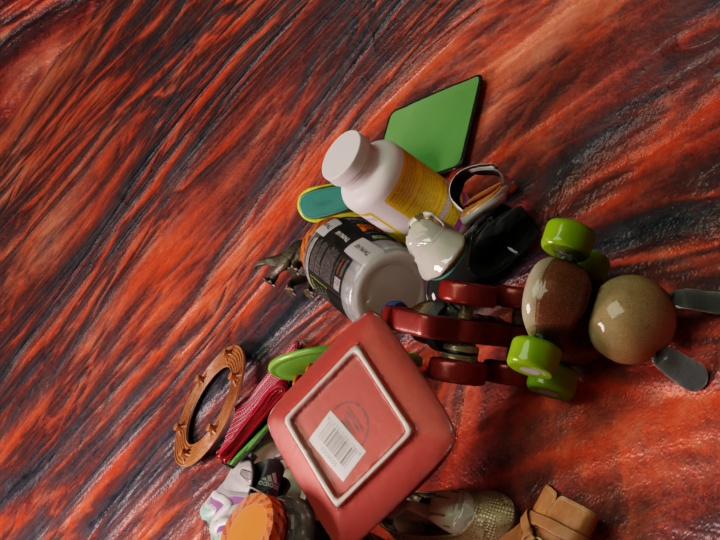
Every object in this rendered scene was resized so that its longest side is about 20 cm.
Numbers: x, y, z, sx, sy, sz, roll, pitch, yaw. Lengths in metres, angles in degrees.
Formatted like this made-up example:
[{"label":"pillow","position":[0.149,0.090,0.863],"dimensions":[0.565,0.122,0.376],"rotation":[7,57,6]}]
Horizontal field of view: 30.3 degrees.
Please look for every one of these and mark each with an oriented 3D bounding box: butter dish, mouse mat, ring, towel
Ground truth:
[{"label":"butter dish","position":[0.026,0.183,1.501],"dimensions":[0.199,0.148,0.200],"rotation":[-46,57,17]},{"label":"mouse mat","position":[-0.115,0.189,1.805],"dimensions":[0.200,0.008,0.161],"rotation":[-50,6,-12]},{"label":"ring","position":[-0.234,0.202,2.016],"dimensions":[0.200,0.019,0.201],"rotation":[-48,24,30]},{"label":"mouse mat","position":[0.093,-0.192,1.928],"dimensions":[0.200,0.008,0.161],"rotation":[-18,49,48]},{"label":"towel","position":[-0.140,0.179,1.857],"dimensions":[0.145,0.022,0.200],"rotation":[-49,7,13]}]

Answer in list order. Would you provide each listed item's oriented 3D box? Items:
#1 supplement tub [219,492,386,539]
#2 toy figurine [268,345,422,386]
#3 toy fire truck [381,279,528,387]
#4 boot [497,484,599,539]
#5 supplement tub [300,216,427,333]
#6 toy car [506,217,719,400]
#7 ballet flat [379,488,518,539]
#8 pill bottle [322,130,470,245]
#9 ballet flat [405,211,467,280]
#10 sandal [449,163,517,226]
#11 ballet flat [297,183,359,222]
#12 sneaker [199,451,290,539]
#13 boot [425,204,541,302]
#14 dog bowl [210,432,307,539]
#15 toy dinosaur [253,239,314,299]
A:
[{"label":"supplement tub","position":[-0.055,0.333,1.513],"dimensions":[0.122,0.200,0.123],"rotation":[-34,39,34]},{"label":"toy figurine","position":[-0.008,0.199,1.636],"dimensions":[0.150,0.199,0.185],"rotation":[137,131,-61]},{"label":"toy fire truck","position":[0.111,0.067,1.524],"dimensions":[0.168,0.199,0.113],"rotation":[7,90,53]},{"label":"boot","position":[0.198,0.310,1.318],"dimensions":[0.155,0.077,0.200],"rotation":[-54,24,-1]},{"label":"supplement tub","position":[0.000,0.000,1.796],"dimensions":[0.123,0.122,0.200],"rotation":[-57,32,2]},{"label":"toy car","position":[0.278,0.056,1.394],"dimensions":[0.199,0.158,0.165],"rotation":[11,74,26]},{"label":"ballet flat","position":[0.086,0.276,1.494],"dimensions":[0.200,0.065,0.071],"rotation":[-18,52,47]},{"label":"pill bottle","position":[0.047,-0.103,1.745],"dimensions":[0.104,0.200,0.105],"rotation":[-34,39,33]},{"label":"ballet flat","position":[0.081,-0.034,1.544],"dimensions":[0.070,0.069,0.200],"rotation":[-53,4,8]},{"label":"sandal","position":[0.148,-0.104,1.656],"dimensions":[0.079,0.059,0.207],"rotation":[-32,2,10]},{"label":"ballet flat","position":[0.009,-0.106,1.892],"dimensions":[0.199,0.067,0.067],"rotation":[-8,89,11]},{"label":"sneaker","position":[-0.123,0.286,1.625],"dimensions":[0.140,0.078,0.200],"rotation":[-56,32,4]},{"label":"boot","position":[0.141,-0.008,1.583],"dimensions":[0.165,0.066,0.200],"rotation":[-55,5,4]},{"label":"dog bowl","position":[-0.105,0.310,1.724],"dimensions":[0.200,0.074,0.201],"rotation":[-35,37,33]},{"label":"toy dinosaur","position":[-0.084,-0.014,1.990],"dimensions":[0.200,0.077,0.102],"rotation":[-21,26,55]}]
